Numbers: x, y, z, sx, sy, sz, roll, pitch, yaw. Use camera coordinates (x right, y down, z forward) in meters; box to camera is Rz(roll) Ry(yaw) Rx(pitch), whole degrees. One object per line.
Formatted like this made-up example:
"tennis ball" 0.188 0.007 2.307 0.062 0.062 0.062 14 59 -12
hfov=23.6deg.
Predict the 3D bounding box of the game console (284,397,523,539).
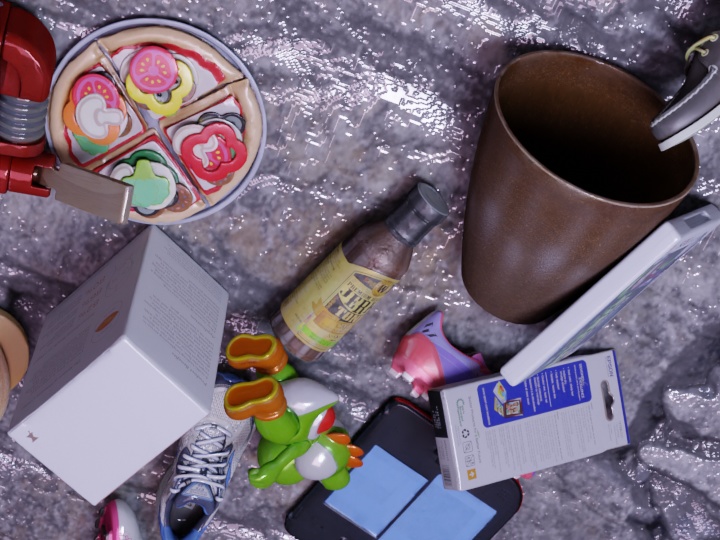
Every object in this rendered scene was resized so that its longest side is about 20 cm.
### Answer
"game console" 0.046 0.238 1.729 0.176 0.031 0.200 33 114 -17

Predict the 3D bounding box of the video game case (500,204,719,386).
"video game case" 0.226 0.020 1.525 0.200 0.182 0.023 -44 79 22

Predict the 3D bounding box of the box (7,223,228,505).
"box" -0.213 0.081 1.546 0.152 0.201 0.106 -38 113 21

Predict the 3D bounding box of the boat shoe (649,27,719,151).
"boat shoe" 0.308 -0.180 1.434 0.201 0.072 0.061 -42 97 -13

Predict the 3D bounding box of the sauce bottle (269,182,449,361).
"sauce bottle" 0.000 0.000 1.574 0.065 0.065 0.200 36 115 -18

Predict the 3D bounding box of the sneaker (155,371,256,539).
"sneaker" -0.150 0.192 1.675 0.076 0.085 0.201 15 118 -8

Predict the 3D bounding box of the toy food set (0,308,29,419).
"toy food set" -0.429 0.093 1.643 0.197 0.049 0.201 27 117 -13

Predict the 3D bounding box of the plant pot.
"plant pot" 0.166 -0.052 1.492 0.185 0.188 0.201 17 132 -9

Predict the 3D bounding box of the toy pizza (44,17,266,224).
"toy pizza" -0.182 -0.125 1.524 0.198 0.032 0.202 0 120 1

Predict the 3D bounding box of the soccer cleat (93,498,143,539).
"soccer cleat" -0.228 0.313 1.763 0.086 0.070 0.201 -3 123 -16

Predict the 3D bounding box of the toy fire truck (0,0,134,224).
"toy fire truck" -0.288 -0.125 1.476 0.198 0.129 0.177 10 119 -11

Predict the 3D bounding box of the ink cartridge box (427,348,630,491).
"ink cartridge box" 0.160 0.138 1.617 0.198 0.037 0.096 -11 92 -26

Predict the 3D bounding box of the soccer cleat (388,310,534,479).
"soccer cleat" 0.111 0.124 1.643 0.200 0.067 0.077 43 78 -22

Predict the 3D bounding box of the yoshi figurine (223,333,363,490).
"yoshi figurine" -0.078 0.150 1.627 0.112 0.112 0.200 -45 137 -11
